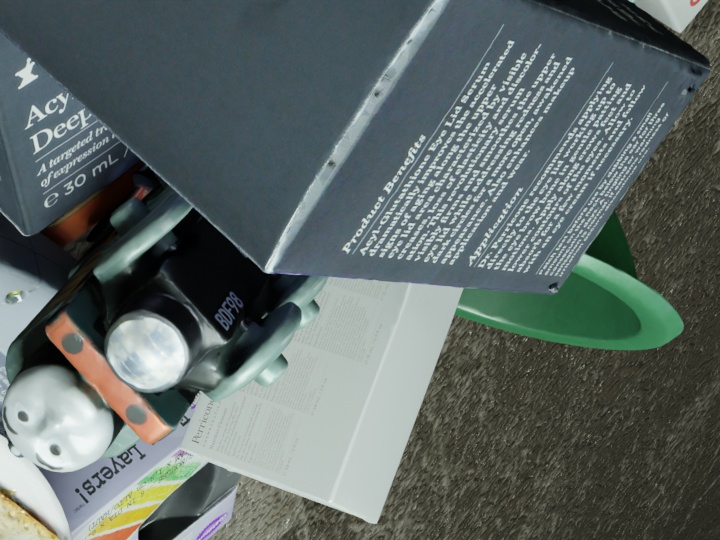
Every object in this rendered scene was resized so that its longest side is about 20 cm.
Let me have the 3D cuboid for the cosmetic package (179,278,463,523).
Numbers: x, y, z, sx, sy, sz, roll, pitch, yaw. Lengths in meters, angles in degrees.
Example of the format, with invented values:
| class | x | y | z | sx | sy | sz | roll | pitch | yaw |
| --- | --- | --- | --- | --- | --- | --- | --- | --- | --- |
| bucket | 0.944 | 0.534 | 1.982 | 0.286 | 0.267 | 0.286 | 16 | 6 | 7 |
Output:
| class | x | y | z | sx | sy | sz | roll | pitch | yaw |
| --- | --- | --- | --- | --- | --- | --- | --- | --- | --- |
| cosmetic package | 0.000 | 0.000 | 0.856 | 0.051 | 0.082 | 0.200 | 34 | 75 | -59 |

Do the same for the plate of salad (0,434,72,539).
| class | x | y | z | sx | sy | sz | roll | pitch | yaw |
| --- | --- | --- | --- | --- | --- | --- | --- | --- | --- |
| plate of salad | -0.208 | 0.154 | 0.832 | 0.200 | 0.048 | 0.201 | -11 | 112 | -30 |

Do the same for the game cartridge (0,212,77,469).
| class | x | y | z | sx | sy | sz | roll | pitch | yaw |
| --- | --- | --- | --- | --- | --- | --- | --- | --- | --- |
| game cartridge | -0.172 | 0.040 | 0.850 | 0.133 | 0.041 | 0.200 | -21 | 154 | 4 |

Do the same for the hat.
| class | x | y | z | sx | sy | sz | roll | pitch | yaw |
| --- | --- | --- | --- | --- | --- | --- | --- | --- | --- |
| hat | 0.087 | -0.071 | 0.973 | 0.166 | 0.200 | 0.176 | 35 | 69 | -47 |

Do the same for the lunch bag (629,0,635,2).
| class | x | y | z | sx | sy | sz | roll | pitch | yaw |
| --- | --- | --- | --- | --- | --- | --- | --- | --- | --- |
| lunch bag | 0.064 | -0.190 | 0.873 | 0.200 | 0.077 | 0.161 | -9 | 102 | -57 |

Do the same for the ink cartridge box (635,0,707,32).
| class | x | y | z | sx | sy | sz | roll | pitch | yaw |
| --- | --- | --- | --- | --- | --- | --- | --- | --- | --- |
| ink cartridge box | 0.185 | -0.243 | 1.031 | 0.200 | 0.084 | 0.146 | -51 | 154 | 2 |

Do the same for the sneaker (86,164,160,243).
| class | x | y | z | sx | sy | sz | roll | pitch | yaw |
| --- | --- | --- | --- | --- | --- | --- | --- | --- | --- |
| sneaker | -0.077 | -0.040 | 0.903 | 0.084 | 0.075 | 0.200 | -24 | 143 | -43 |

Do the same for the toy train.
| class | x | y | z | sx | sy | sz | roll | pitch | yaw |
| --- | --- | --- | --- | --- | --- | --- | --- | --- | --- |
| toy train | -0.071 | 0.007 | 0.761 | 0.114 | 0.085 | 0.200 | -39 | -169 | 23 |

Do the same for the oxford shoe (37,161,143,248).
| class | x | y | z | sx | sy | sz | roll | pitch | yaw |
| --- | --- | --- | --- | --- | --- | --- | --- | --- | --- |
| oxford shoe | -0.090 | -0.092 | 0.820 | 0.200 | 0.071 | 0.073 | -46 | 150 | -5 |

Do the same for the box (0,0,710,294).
| class | x | y | z | sx | sy | sz | roll | pitch | yaw |
| --- | --- | --- | --- | --- | --- | --- | --- | --- | --- |
| box | 0.000 | -0.077 | 0.648 | 0.200 | 0.148 | 0.104 | 5 | 122 | -58 |

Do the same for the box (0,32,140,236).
| class | x | y | z | sx | sy | sz | roll | pitch | yaw |
| --- | --- | --- | --- | --- | --- | --- | --- | --- | --- |
| box | -0.103 | -0.139 | 0.693 | 0.148 | 0.107 | 0.200 | -37 | 151 | -22 |

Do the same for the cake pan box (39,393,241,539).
| class | x | y | z | sx | sy | sz | roll | pitch | yaw |
| --- | --- | --- | --- | --- | --- | --- | --- | --- | --- |
| cake pan box | -0.143 | 0.137 | 1.029 | 0.200 | 0.052 | 0.184 | -38 | 165 | -25 |
